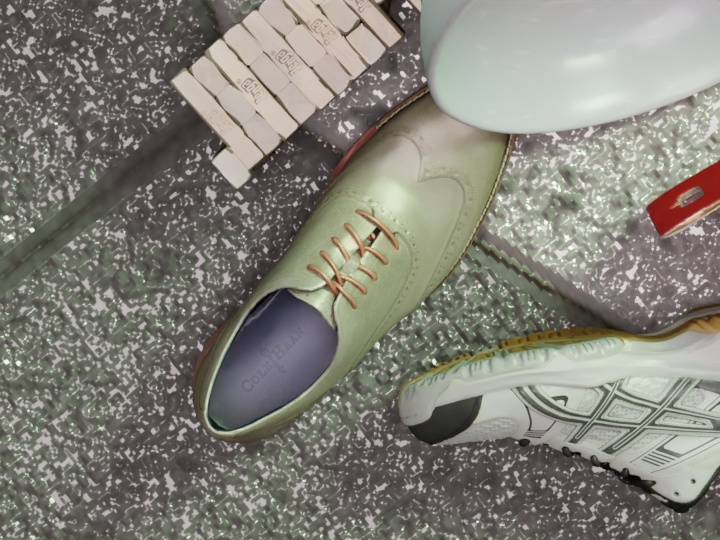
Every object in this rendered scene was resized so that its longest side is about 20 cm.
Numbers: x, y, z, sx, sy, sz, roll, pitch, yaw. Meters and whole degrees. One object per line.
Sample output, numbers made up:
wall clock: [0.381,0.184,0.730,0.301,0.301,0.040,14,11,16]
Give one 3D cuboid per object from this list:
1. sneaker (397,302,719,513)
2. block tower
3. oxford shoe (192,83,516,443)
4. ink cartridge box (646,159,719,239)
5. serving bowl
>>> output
sneaker: [0.117,0.067,1.320,0.199,0.076,0.088,-8,96,4]
block tower: [0.003,-0.123,1.313,0.200,0.054,0.058,-43,93,6]
oxford shoe: [0.000,0.000,1.317,0.071,0.074,0.200,36,97,-2]
ink cartridge box: [0.225,-0.043,1.282,0.199,0.116,0.067,-29,96,6]
serving bowl: [0.112,-0.135,1.251,0.199,0.200,0.066,-22,67,5]
